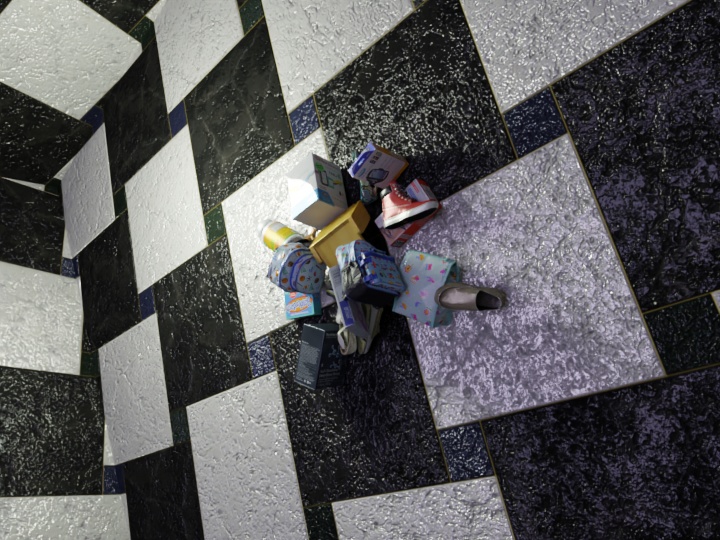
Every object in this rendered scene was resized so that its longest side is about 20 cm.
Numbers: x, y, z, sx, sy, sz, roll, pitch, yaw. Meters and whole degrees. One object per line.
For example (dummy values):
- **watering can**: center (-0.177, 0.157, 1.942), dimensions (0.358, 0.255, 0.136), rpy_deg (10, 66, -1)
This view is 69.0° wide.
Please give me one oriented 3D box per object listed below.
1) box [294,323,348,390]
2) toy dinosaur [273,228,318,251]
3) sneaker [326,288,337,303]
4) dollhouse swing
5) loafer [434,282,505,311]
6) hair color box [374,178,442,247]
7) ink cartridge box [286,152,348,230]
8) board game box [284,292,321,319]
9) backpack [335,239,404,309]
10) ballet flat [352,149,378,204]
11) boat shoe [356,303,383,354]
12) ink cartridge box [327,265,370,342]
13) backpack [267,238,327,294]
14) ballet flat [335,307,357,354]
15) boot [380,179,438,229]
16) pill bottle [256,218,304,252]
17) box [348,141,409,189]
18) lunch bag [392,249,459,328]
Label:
- **box**: center (-0.126, 0.290, 1.790), dimensions (0.106, 0.148, 0.202), rpy_deg (11, 93, 39)
- **toy dinosaur**: center (-0.207, -0.088, 1.923), dimensions (0.200, 0.060, 0.106), rpy_deg (-41, 86, -14)
- **sneaker**: center (-0.051, 0.121, 1.796), dimensions (0.199, 0.074, 0.082), rpy_deg (31, 109, 39)
- **dollhouse swing**: center (-0.034, -0.086, 1.747), dimensions (0.199, 0.182, 0.176), rpy_deg (-35, 106, 30)
- **loafer**: center (0.304, 0.075, 1.448), dimensions (0.198, 0.068, 0.077), rpy_deg (0, 98, 4)
- **hair color box**: center (0.149, -0.180, 1.664), dimensions (0.200, 0.064, 0.111), rpy_deg (-45, 61, 28)
- **ink cartridge box**: center (-0.154, -0.276, 1.846), dimensions (0.146, 0.146, 0.202), rpy_deg (-31, 57, 34)
- **board game box**: center (-0.220, 0.075, 1.954), dimensions (0.151, 0.045, 0.202), rpy_deg (-14, 77, 37)
- **backpack**: center (0.021, -0.006, 1.554), dimensions (0.134, 0.182, 0.201), rpy_deg (-37, 53, 30)
- **ballet flat**: center (0.023, -0.324, 1.789), dimensions (0.074, 0.074, 0.202), rpy_deg (-20, 75, 36)
- **boat shoe**: center (0.032, 0.190, 1.715), dimensions (0.075, 0.068, 0.202), rpy_deg (-126, 37, -48)
- **ink cartridge box**: center (-0.025, 0.106, 1.615), dimensions (0.043, 0.200, 0.198), rpy_deg (-24, 65, 11)
- **backpack**: center (-0.217, -0.004, 1.800), dimensions (0.154, 0.189, 0.202), rpy_deg (25, 107, 46)
- **ballet flat**: center (-0.049, 0.182, 1.730), dimensions (0.067, 0.062, 0.202), rpy_deg (0, 101, 46)
- **boot**: center (0.142, -0.220, 1.591), dimensions (0.199, 0.072, 0.146), rpy_deg (-16, 76, 40)
- **pill bottle**: center (-0.308, -0.122, 2.003), dimensions (0.199, 0.111, 0.112), rpy_deg (33, 106, 37)
- **box**: center (0.052, -0.333, 1.669), dimensions (0.119, 0.199, 0.042), rpy_deg (-47, 54, 25)
- **lunch bag**: center (0.199, 0.048, 1.565), dimensions (0.169, 0.121, 0.202), rpy_deg (19, 103, 40)
